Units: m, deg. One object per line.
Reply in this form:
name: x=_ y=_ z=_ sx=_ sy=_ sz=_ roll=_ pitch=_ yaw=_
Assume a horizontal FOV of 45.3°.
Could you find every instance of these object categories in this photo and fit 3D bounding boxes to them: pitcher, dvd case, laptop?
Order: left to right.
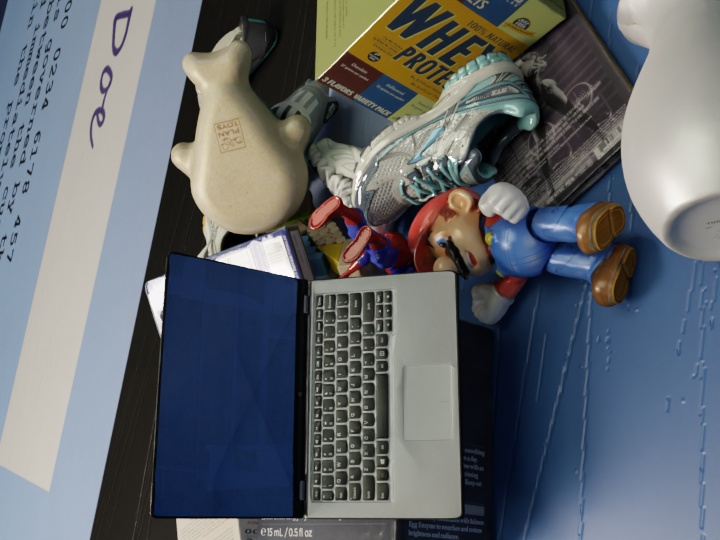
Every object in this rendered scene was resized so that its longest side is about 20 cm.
laptop: x=-0.032 y=0.084 z=0.632 sx=0.198 sy=0.116 sz=0.190 roll=-4 pitch=74 yaw=15
dvd case: x=0.163 y=-0.148 z=0.773 sx=0.149 sy=0.016 sz=0.201 roll=-47 pitch=45 yaw=33
pitcher: x=0.259 y=-0.118 z=0.572 sx=0.170 sy=0.121 sz=0.202 roll=-14 pitch=54 yaw=32

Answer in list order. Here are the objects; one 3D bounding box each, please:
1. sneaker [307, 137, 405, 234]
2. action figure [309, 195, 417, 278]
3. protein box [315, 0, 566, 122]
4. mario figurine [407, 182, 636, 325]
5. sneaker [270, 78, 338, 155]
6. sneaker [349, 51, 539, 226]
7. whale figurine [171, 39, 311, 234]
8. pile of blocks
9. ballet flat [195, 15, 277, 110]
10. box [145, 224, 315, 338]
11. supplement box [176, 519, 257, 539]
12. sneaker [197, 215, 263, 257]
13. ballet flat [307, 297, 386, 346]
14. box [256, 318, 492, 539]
sneaker: x=0.003 y=-0.100 z=0.927 sx=0.081 sy=0.075 sz=0.200 roll=-39 pitch=36 yaw=1
action figure: x=0.000 y=0.000 z=0.784 sx=0.099 sy=0.200 sz=0.065 roll=-47 pitch=69 yaw=11
protein box: x=0.068 y=-0.282 z=0.830 sx=0.199 sy=0.134 sz=0.201 roll=-34 pitch=46 yaw=43
mario figurine: x=0.114 y=-0.009 z=0.704 sx=0.199 sy=0.105 sz=0.125 roll=7 pitch=99 yaw=46
sneaker: x=-0.074 y=-0.162 z=1.052 sx=0.116 sy=0.075 sz=0.200 roll=-54 pitch=2 yaw=-30
sneaker: x=0.073 y=-0.104 z=0.776 sx=0.200 sy=0.077 sz=0.087 roll=-43 pitch=53 yaw=16
whale figurine: x=-0.127 y=-0.143 z=0.937 sx=0.157 sy=0.104 sz=0.202 roll=-13 pitch=104 yaw=11
pile of blocks: x=-0.049 y=-0.018 z=0.951 sx=0.082 sy=0.063 sz=0.200 roll=-30 pitch=35 yaw=-13
ballet flat: x=-0.195 y=-0.281 z=1.238 sx=0.200 sy=0.073 sz=0.073 roll=-50 pitch=43 yaw=28
box: x=-0.133 y=0.039 z=0.918 sx=0.198 sy=0.032 sz=0.122 roll=-18 pitch=90 yaw=26
supplement box: x=-0.150 y=0.245 z=0.977 sx=0.126 sy=0.073 sz=0.202 roll=-41 pitch=48 yaw=35
sneaker: x=-0.142 y=-0.040 z=1.023 sx=0.087 sy=0.075 sz=0.201 roll=-34 pitch=35 yaw=33
ballet flat: x=-0.061 y=0.060 z=0.752 sx=0.199 sy=0.063 sz=0.068 roll=-24 pitch=54 yaw=45
box: x=0.011 y=0.152 z=0.774 sx=0.196 sy=0.117 sz=0.202 roll=-19 pitch=61 yaw=47
